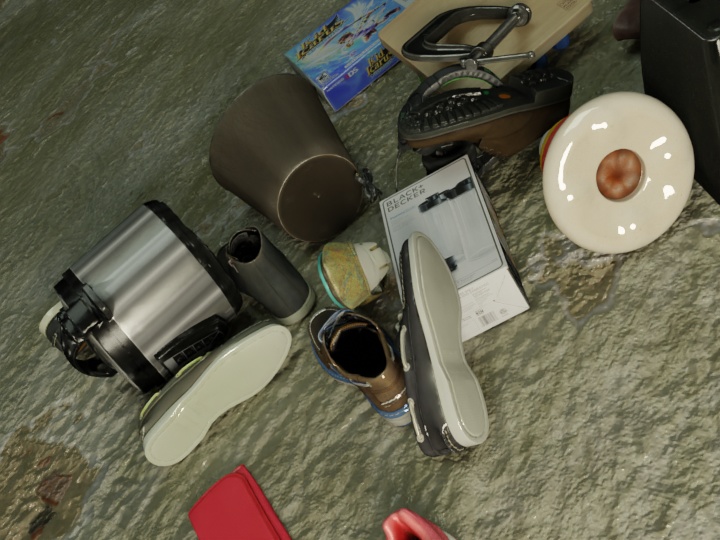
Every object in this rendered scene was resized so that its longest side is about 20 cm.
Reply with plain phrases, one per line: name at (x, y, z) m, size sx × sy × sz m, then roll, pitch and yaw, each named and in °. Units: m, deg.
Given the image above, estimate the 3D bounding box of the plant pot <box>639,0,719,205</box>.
plant pot at (0.360, -0.195, 0.906) m, size 0.198 × 0.178 × 0.201 m, roll -32°, pitch 36°, yaw 8°

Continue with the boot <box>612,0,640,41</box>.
boot at (0.386, -0.324, 1.117) m, size 0.165 × 0.073 × 0.201 m, roll 20°, pitch 68°, yaw 48°

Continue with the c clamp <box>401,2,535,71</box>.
c clamp at (0.136, -0.264, 1.149) m, size 0.168 × 0.028 × 0.201 m, roll 0°, pitch 32°, yaw 24°

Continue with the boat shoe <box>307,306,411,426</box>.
boat shoe at (-0.002, 0.075, 1.008) m, size 0.072 × 0.073 × 0.199 m, roll -44°, pitch 35°, yaw -10°

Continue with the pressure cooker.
pressure cooker at (-0.257, 0.042, 1.180) m, size 0.200 × 0.177 × 0.178 m, roll -42°, pitch 31°, yaw -13°

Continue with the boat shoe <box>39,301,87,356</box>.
boat shoe at (-0.332, 0.036, 1.364) m, size 0.067 × 0.072 × 0.200 m, roll 40°, pitch 69°, yaw 17°

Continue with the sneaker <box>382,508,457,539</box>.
sneaker at (0.051, 0.260, 0.740) m, size 0.073 × 0.087 × 0.201 m, roll -32°, pitch 36°, yaw 9°

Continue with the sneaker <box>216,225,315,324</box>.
sneaker at (-0.131, -0.020, 1.197) m, size 0.075 × 0.107 × 0.199 m, roll -45°, pitch 36°, yaw -12°

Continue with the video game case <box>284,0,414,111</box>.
video game case at (-0.001, -0.339, 1.498) m, size 0.199 × 0.046 × 0.182 m, roll -39°, pitch 34°, yaw -1°

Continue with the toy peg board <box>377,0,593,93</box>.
toy peg board at (0.162, -0.282, 1.272) m, size 0.199 × 0.098 × 0.199 m, roll -40°, pitch 51°, yaw -3°

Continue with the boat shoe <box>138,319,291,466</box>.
boat shoe at (-0.161, 0.120, 1.097) m, size 0.201 × 0.072 × 0.060 m, roll -43°, pitch 40°, yaw -1°

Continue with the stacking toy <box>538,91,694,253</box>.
stacking toy at (0.224, -0.112, 1.000) m, size 0.145 × 0.147 × 0.200 m, roll -34°, pitch 19°, yaw 4°

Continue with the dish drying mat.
dish drying mat at (-0.103, 0.257, 0.938) m, size 0.077 × 0.018 × 0.200 m, roll -42°, pitch 35°, yaw -4°

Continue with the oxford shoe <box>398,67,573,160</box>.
oxford shoe at (0.135, -0.150, 1.078) m, size 0.196 × 0.086 × 0.073 m, roll -12°, pitch 35°, yaw -12°

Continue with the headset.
headset at (0.081, -0.148, 1.149) m, size 0.199 × 0.124 × 0.094 m, roll -40°, pitch 28°, yaw 9°

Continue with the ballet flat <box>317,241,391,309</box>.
ballet flat at (0.000, 0.000, 1.026) m, size 0.070 × 0.071 × 0.200 m, roll -35°, pitch -6°, yaw 2°

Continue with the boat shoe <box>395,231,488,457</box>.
boat shoe at (0.061, 0.066, 0.918) m, size 0.060 × 0.073 × 0.204 m, roll -26°, pitch 70°, yaw 33°

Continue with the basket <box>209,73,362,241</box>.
basket at (-0.085, -0.133, 1.268) m, size 0.181 × 0.136 × 0.200 m, roll -49°, pitch 39°, yaw 5°

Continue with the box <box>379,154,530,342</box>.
box at (0.091, -0.020, 1.044) m, size 0.115 × 0.060 × 0.202 m, roll -27°, pitch 36°, yaw 14°
